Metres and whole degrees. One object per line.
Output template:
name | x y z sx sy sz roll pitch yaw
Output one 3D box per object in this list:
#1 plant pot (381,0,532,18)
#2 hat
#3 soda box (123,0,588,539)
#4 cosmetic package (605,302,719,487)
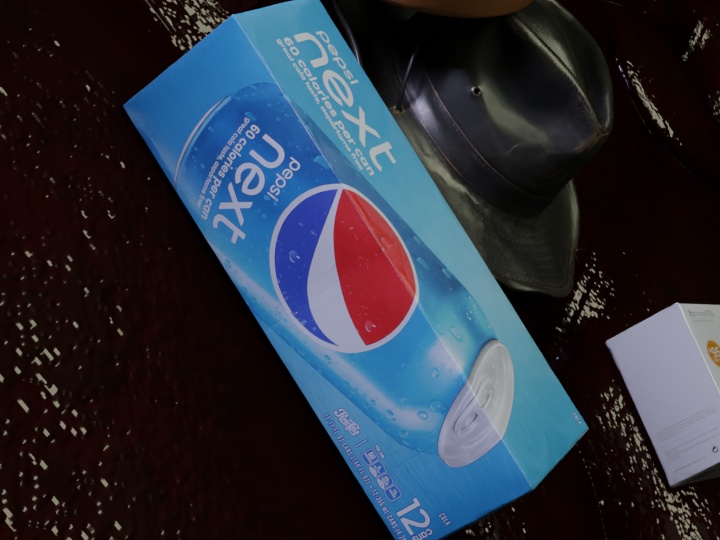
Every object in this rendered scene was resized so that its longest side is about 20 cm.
plant pot | 0.040 -0.208 0.712 0.199 0.141 0.201 13 35 -9
hat | 0.077 -0.089 0.779 0.200 0.081 0.201 38 34 -32
soda box | 0.000 0.000 0.596 0.201 0.064 0.068 57 29 2
cosmetic package | 0.212 0.064 0.862 0.199 0.051 0.083 2 59 -55
